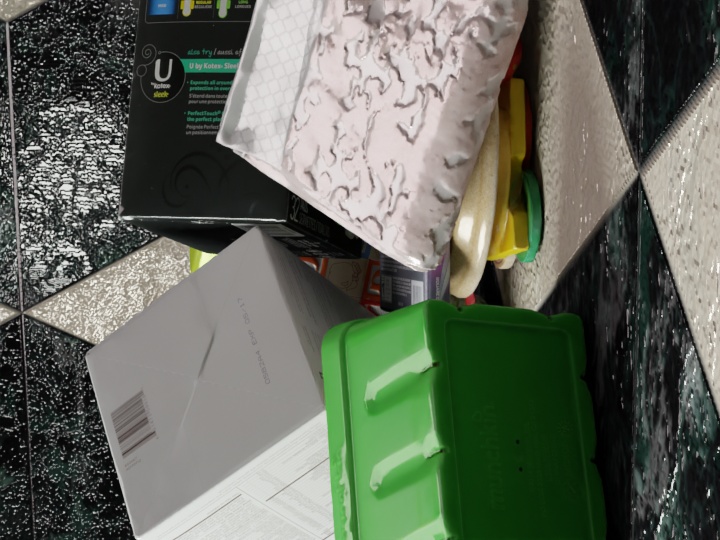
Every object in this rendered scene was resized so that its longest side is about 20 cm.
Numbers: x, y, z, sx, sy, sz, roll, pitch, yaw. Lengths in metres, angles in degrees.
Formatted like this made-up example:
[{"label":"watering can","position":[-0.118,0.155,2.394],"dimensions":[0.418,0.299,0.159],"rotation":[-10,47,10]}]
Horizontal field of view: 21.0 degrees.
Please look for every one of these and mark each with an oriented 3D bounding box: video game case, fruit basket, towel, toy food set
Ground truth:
[{"label":"video game case","position":[0.031,-0.073,1.186],"dimensions":[0.143,0.019,0.203],"rotation":[-169,79,-80]},{"label":"fruit basket","position":[0.052,0.131,1.031],"dimensions":[0.215,0.154,0.218],"rotation":[-174,90,-69]},{"label":"towel","position":[0.006,-0.128,1.119],"dimensions":[0.190,0.032,0.202],"rotation":[31,111,37]},{"label":"toy food set","position":[0.065,-0.078,1.183],"dimensions":[0.200,0.048,0.200],"rotation":[164,105,-79]}]

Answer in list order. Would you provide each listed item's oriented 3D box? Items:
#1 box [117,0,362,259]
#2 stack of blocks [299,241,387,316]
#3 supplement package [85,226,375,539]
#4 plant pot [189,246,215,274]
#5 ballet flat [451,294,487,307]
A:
[{"label":"box","position":[-0.069,-0.119,1.293],"dimensions":[0.148,0.123,0.202],"rotation":[26,-113,-69]},{"label":"stack of blocks","position":[0.000,0.000,1.410],"dimensions":[0.059,0.114,0.202],"rotation":[-121,43,-76]},{"label":"supplement package","position":[-0.046,0.108,1.252],"dimensions":[0.200,0.150,0.153],"rotation":[38,-157,-47]},{"label":"plant pot","position":[-0.029,-0.110,1.523],"dimensions":[0.201,0.197,0.183],"rotation":[-96,13,-53]},{"label":"ballet flat","position":[0.066,0.055,1.267],"dimensions":[0.201,0.069,0.070],"rotation":[-104,12,-49]}]
